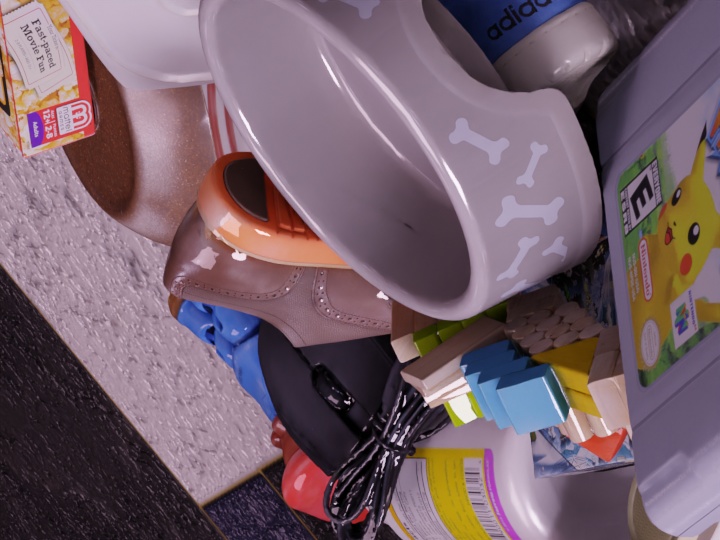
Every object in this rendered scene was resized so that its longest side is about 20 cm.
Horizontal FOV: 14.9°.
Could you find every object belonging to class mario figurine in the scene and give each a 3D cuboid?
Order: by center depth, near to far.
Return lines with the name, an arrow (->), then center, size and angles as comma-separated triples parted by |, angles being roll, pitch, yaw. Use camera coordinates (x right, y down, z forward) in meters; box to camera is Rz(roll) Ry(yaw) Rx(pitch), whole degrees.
mario figurine -> -0.024, 0.059, 1.586 | 0.200, 0.106, 0.123 | 51, -165, 23

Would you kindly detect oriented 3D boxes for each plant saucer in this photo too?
plant saucer -> -0.137, -0.101, 1.492 | 0.200, 0.037, 0.201 | 49, 150, 41

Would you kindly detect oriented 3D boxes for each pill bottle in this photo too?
pill bottle -> 0.071, 0.098, 1.408 | 0.104, 0.104, 0.200 | 56, 156, -13

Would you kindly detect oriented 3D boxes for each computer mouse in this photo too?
computer mouse -> -0.012, 0.043, 1.432 | 0.053, 0.139, 0.200 | 21, -163, -24

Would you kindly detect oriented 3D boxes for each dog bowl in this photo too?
dog bowl -> 0.010, -0.065, 1.142 | 0.200, 0.059, 0.200 | 44, 160, 20

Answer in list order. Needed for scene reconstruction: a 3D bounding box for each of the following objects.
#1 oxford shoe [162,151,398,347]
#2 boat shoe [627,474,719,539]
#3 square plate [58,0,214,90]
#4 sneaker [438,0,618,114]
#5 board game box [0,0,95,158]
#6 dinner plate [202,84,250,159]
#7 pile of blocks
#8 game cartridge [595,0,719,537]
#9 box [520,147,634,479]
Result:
oxford shoe -> 0.000, 0.000, 1.279 | 0.073, 0.199, 0.071 | -53, 36, 33
boat shoe -> 0.183, 0.062, 1.200 | 0.200, 0.068, 0.075 | 117, 147, -49
square plate -> -0.072, -0.144, 1.239 | 0.199, 0.029, 0.198 | -3, 146, 27
sneaker -> 0.042, -0.103, 1.206 | 0.111, 0.077, 0.200 | 55, 165, 7
board game box -> -0.202, -0.183, 1.462 | 0.152, 0.046, 0.200 | 47, 149, 45
dinner plate -> -0.027, -0.064, 1.386 | 0.200, 0.024, 0.201 | 32, 130, 48
pile of blocks -> 0.073, 0.052, 1.166 | 0.062, 0.082, 0.200 | 63, 166, -19
game cartridge -> 0.140, -0.016, 1.033 | 0.133, 0.040, 0.201 | -44, 42, 49
box -> 0.126, 0.012, 1.187 | 0.200, 0.040, 0.137 | 159, 105, -65
